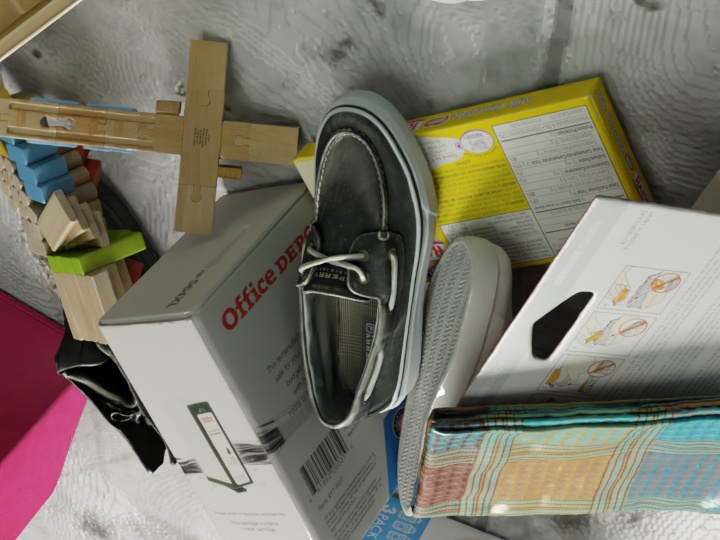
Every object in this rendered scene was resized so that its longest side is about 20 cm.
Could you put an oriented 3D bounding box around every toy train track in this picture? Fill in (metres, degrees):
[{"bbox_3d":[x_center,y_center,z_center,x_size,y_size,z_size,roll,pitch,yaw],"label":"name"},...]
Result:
[{"bbox_3d":[-0.138,-0.085,1.020,0.200,0.033,0.115,6,96,-4],"label":"toy train track"}]

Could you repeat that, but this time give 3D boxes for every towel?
[{"bbox_3d":[0.133,0.111,0.967,0.200,0.022,0.147,-2,151,-4],"label":"towel"}]

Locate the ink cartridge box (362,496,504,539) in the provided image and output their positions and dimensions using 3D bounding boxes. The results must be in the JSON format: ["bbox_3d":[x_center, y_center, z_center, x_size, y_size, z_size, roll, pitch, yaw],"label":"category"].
[{"bbox_3d":[0.082,0.241,1.134,0.200,0.115,0.068,20,133,14],"label":"ink cartridge box"}]

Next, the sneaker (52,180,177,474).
[{"bbox_3d":[-0.169,0.029,1.113,0.060,0.104,0.200,-25,110,41],"label":"sneaker"}]

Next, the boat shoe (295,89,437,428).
[{"bbox_3d":[0.000,0.000,0.968,0.072,0.071,0.200,8,115,28],"label":"boat shoe"}]

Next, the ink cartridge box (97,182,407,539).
[{"bbox_3d":[-0.051,0.066,1.048,0.084,0.146,0.200,-6,121,38],"label":"ink cartridge box"}]

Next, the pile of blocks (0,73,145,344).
[{"bbox_3d":[-0.178,-0.049,1.058,0.200,0.062,0.082,61,148,6],"label":"pile of blocks"}]

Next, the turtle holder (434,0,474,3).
[{"bbox_3d":[0.030,-0.211,0.794,0.141,0.132,0.186,-19,115,39],"label":"turtle holder"}]

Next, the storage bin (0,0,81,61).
[{"bbox_3d":[-0.233,-0.226,0.955,0.199,0.094,0.200,-26,110,40],"label":"storage bin"}]

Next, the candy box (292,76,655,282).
[{"bbox_3d":[0.065,-0.045,0.978,0.200,0.026,0.102,-9,124,34],"label":"candy box"}]

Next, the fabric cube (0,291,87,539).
[{"bbox_3d":[-0.336,0.129,1.220,0.196,0.199,0.200,29,134,4],"label":"fabric cube"}]

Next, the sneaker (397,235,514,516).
[{"bbox_3d":[0.093,0.064,1.017,0.116,0.074,0.200,2,127,-11],"label":"sneaker"}]

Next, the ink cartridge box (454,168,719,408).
[{"bbox_3d":[0.156,0.022,0.909,0.173,0.044,0.200,8,138,-20],"label":"ink cartridge box"}]
